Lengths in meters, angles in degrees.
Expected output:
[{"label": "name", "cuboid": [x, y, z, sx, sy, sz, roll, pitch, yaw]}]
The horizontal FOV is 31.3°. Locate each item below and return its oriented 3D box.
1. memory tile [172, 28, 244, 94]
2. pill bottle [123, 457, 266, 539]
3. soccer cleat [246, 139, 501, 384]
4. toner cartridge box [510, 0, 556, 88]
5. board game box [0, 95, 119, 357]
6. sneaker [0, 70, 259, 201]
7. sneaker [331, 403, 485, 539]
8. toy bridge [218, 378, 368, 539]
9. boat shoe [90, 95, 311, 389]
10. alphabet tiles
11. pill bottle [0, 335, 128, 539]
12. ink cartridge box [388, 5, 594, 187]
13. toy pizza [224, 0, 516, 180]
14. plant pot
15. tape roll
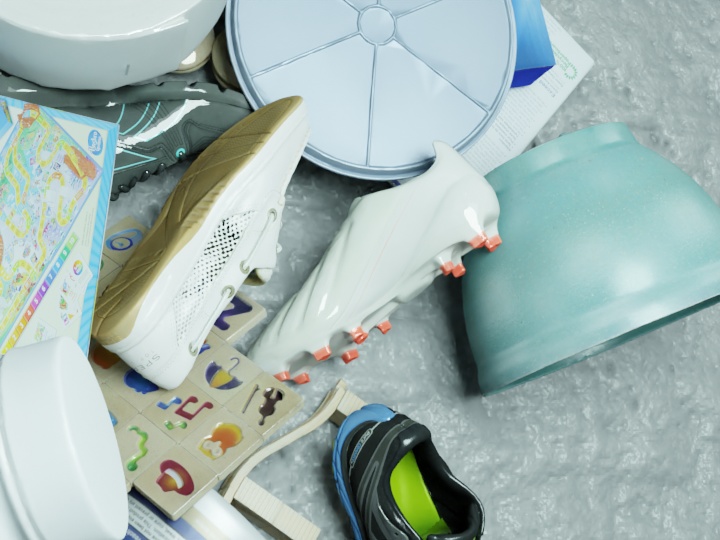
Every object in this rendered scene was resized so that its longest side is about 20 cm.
[{"label": "memory tile", "cuboid": [-0.086, -0.195, 0.871, 0.197, 0.017, 0.155, 18, 69, -4]}, {"label": "pill bottle", "cuboid": [-0.140, 0.209, 0.699, 0.111, 0.111, 0.201, 43, 71, -8]}, {"label": "soccer cleat", "cuboid": [0.000, 0.000, 0.820, 0.199, 0.069, 0.078, -37, 74, 12]}, {"label": "toner cartridge box", "cuboid": [0.067, -0.229, 0.915, 0.094, 0.043, 0.203, -11, 83, -23]}, {"label": "board game box", "cuboid": [-0.208, -0.006, 0.689, 0.132, 0.034, 0.203, 13, 56, -18]}, {"label": "sneaker", "cuboid": [-0.155, -0.081, 0.814, 0.197, 0.075, 0.081, -1, 90, -20]}, {"label": "sneaker", "cuboid": [0.042, 0.180, 0.807, 0.070, 0.082, 0.202, -28, 107, -31]}, {"label": "toy bridge", "cuboid": [-0.057, 0.153, 0.809, 0.067, 0.027, 0.202, 35, 65, -12]}, {"label": "boat shoe", "cuboid": [-0.080, -0.018, 0.756, 0.069, 0.070, 0.201, 48, 59, -25]}, {"label": "alphabet tiles", "cuboid": [-0.134, 0.056, 0.738, 0.199, 0.008, 0.167, 32, 56, 32]}, {"label": "pill bottle", "cuboid": [-0.212, 0.105, 0.573, 0.197, 0.114, 0.116, -18, 82, -2]}, {"label": "ink cartridge box", "cuboid": [0.046, -0.153, 0.936, 0.200, 0.041, 0.200, 45, 66, -7]}, {"label": "toy pizza", "cuboid": [0.008, -0.157, 0.846, 0.197, 0.032, 0.204, 2, 81, -14]}, {"label": "plant pot", "cuboid": [0.149, -0.015, 0.861, 0.198, 0.200, 0.136, -17, 81, -28]}, {"label": "tape roll", "cuboid": [-0.166, -0.212, 0.760, 0.199, 0.071, 0.206, 5, 72, -14]}]
